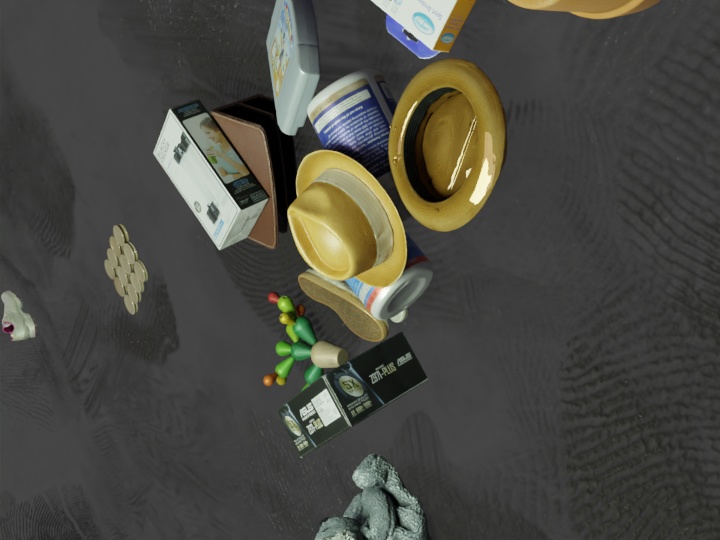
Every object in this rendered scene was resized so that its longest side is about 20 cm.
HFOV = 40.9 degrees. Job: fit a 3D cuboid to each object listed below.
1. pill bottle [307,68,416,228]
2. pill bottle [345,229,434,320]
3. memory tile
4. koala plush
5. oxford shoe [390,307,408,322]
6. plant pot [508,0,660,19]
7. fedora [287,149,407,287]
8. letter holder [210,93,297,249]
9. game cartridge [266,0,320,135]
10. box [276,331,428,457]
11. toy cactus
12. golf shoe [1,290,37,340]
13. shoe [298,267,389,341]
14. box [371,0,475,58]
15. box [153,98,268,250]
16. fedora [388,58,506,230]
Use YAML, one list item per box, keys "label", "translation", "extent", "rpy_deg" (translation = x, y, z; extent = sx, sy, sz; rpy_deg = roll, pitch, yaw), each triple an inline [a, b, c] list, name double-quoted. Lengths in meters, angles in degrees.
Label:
- label: "pill bottle"
  translation: [0.019, -0.153, 1.282]
  extent: [0.115, 0.114, 0.203]
  rpy_deg: [-33, 82, 56]
- label: "pill bottle"
  translation: [0.006, -0.039, 1.372]
  extent: [0.201, 0.111, 0.113]
  rpy_deg: [50, 143, 20]
- label: "memory tile"
  translation: [-0.543, -0.003, 2.236]
  extent: [0.155, 0.017, 0.201]
  rpy_deg: [56, 146, 16]
- label: "koala plush"
  translation: [-0.001, 0.449, 1.597]
  extent: [0.184, 0.198, 0.180]
  rpy_deg: [43, 140, 28]
- label: "oxford shoe"
  translation: [0.000, 0.000, 1.455]
  extent: [0.201, 0.057, 0.075]
  rpy_deg: [53, 142, 15]
- label: "plant pot"
  translation: [0.199, -0.331, 0.907]
  extent: [0.199, 0.138, 0.204]
  rpy_deg: [32, 133, 41]
- label: "fedora"
  translation: [-0.031, -0.053, 1.241]
  extent: [0.199, 0.081, 0.204]
  rpy_deg: [30, 138, 32]
- label: "letter holder"
  translation: [-0.146, -0.156, 1.525]
  extent: [0.141, 0.100, 0.204]
  rpy_deg: [24, 128, 42]
- label: "game cartridge"
  translation: [-0.094, -0.308, 1.340]
  extent: [0.134, 0.041, 0.203]
  rpy_deg: [110, 155, -51]
- label: "box"
  translation: [-0.016, 0.194, 1.499]
  extent: [0.087, 0.162, 0.200]
  rpy_deg: [59, 146, 8]
- label: "toy cactus"
  translation: [-0.095, 0.138, 1.651]
  extent: [0.163, 0.101, 0.205]
  rpy_deg: [4, 105, 42]
- label: "golf shoe"
  translation: [-1.082, 0.140, 2.998]
  extent: [0.200, 0.090, 0.076]
  rpy_deg: [45, 143, 30]
- label: "shoe"
  translation: [-0.019, 0.043, 1.508]
  extent: [0.199, 0.053, 0.071]
  rpy_deg: [33, 145, 38]
- label: "box"
  translation: [0.087, -0.345, 1.086]
  extent: [0.119, 0.041, 0.202]
  rpy_deg: [44, 119, 28]
- label: "box"
  translation: [-0.236, -0.149, 1.507]
  extent: [0.202, 0.060, 0.117]
  rpy_deg: [55, 142, 11]
- label: "fedora"
  translation: [0.118, -0.149, 1.151]
  extent: [0.199, 0.081, 0.206]
  rpy_deg: [11, 104, 49]
